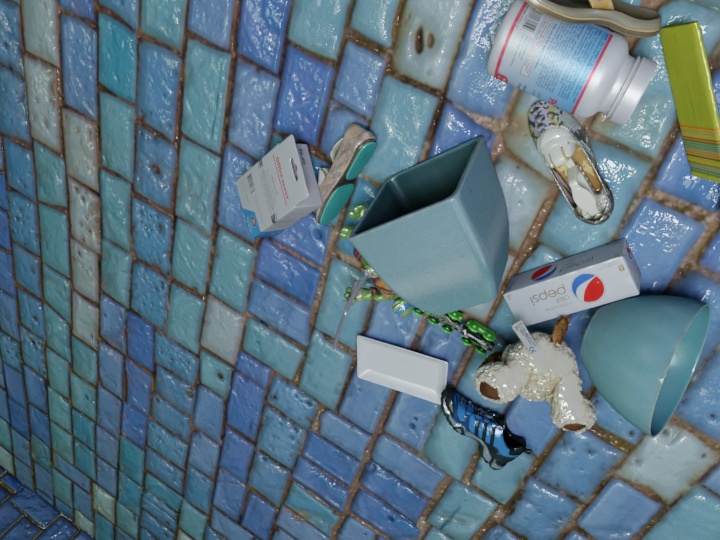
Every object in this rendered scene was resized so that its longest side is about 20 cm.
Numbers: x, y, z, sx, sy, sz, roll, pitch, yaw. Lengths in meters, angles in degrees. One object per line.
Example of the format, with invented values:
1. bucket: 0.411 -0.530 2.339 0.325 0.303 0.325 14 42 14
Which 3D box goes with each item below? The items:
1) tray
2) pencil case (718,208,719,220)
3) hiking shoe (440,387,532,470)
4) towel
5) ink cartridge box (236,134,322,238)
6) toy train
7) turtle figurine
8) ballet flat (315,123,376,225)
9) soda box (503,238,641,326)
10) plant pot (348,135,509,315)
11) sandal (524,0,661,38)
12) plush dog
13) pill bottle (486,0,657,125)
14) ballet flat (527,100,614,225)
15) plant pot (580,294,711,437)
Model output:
1. tray: 0.083 0.195 1.211 0.195 0.022 0.110 14 121 23
2. pencil case: 0.507 -0.145 0.745 0.083 0.084 0.205 -9 119 -6
3. hiking shoe: 0.236 0.288 1.152 0.086 0.075 0.200 -37 105 31
4. towel: 0.425 -0.209 0.756 0.018 0.086 0.204 -22 106 4
5. ink cartridge box: -0.137 -0.147 1.077 0.198 0.066 0.119 -25 78 46
6. toy train: 0.157 0.083 1.085 0.197 0.056 0.042 31 113 12
7. turtle figurine: 0.000 0.000 1.033 0.196 0.144 0.198 -23 66 4
8. ballet flat: -0.037 -0.172 1.060 0.068 0.067 0.201 50 125 20
9. soda box: 0.331 0.023 0.947 0.197 0.064 0.069 -22 105 37
10. plant pot: 0.133 -0.049 0.948 0.192 0.198 0.202 -18 116 35
11. sandal: 0.285 -0.338 0.738 0.194 0.082 0.055 11 135 -6
12. plush dog: 0.289 0.161 0.997 0.195 0.164 0.172 19 169 5
13. pill bottle: 0.274 -0.271 0.788 0.197 0.109 0.111 30 127 13
14. ballet flat: 0.303 -0.151 0.864 0.071 0.072 0.203 -28 100 37
15. plant pot: 0.409 0.120 0.892 0.133 0.198 0.205 25 129 39
